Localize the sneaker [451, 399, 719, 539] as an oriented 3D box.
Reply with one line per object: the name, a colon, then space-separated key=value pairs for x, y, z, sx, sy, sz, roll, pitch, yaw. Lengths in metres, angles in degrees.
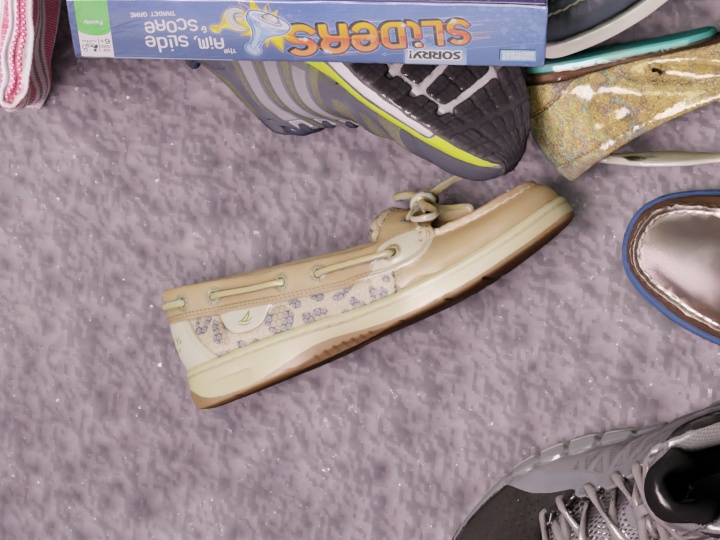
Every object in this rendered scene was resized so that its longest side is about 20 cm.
sneaker: x=0.115 y=0.100 z=0.979 sx=0.200 sy=0.115 sz=0.075 roll=-28 pitch=82 yaw=13

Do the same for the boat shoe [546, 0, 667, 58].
boat shoe: x=0.140 y=-0.175 z=0.990 sx=0.200 sy=0.062 sz=0.075 roll=-39 pitch=37 yaw=10

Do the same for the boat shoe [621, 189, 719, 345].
boat shoe: x=0.206 y=0.012 z=0.978 sx=0.199 sy=0.072 sz=0.073 roll=18 pitch=93 yaw=15

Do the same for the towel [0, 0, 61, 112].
towel: x=-0.139 y=-0.142 z=1.018 sx=0.030 sy=0.200 sz=0.147 roll=12 pitch=93 yaw=-5

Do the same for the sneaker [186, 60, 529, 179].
sneaker: x=-0.007 y=-0.093 z=1.026 sx=0.200 sy=0.081 sz=0.074 roll=34 pitch=56 yaw=26

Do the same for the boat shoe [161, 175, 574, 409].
boat shoe: x=0.000 y=0.000 z=1.034 sx=0.199 sy=0.073 sz=0.063 roll=-25 pitch=85 yaw=14

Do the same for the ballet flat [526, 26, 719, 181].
ballet flat: x=0.170 y=-0.084 z=0.997 sx=0.199 sy=0.071 sz=0.071 roll=-15 pitch=85 yaw=17

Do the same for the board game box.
board game box: x=-0.018 y=-0.147 z=0.982 sx=0.199 sy=0.035 sz=0.136 roll=2 pitch=47 yaw=4
